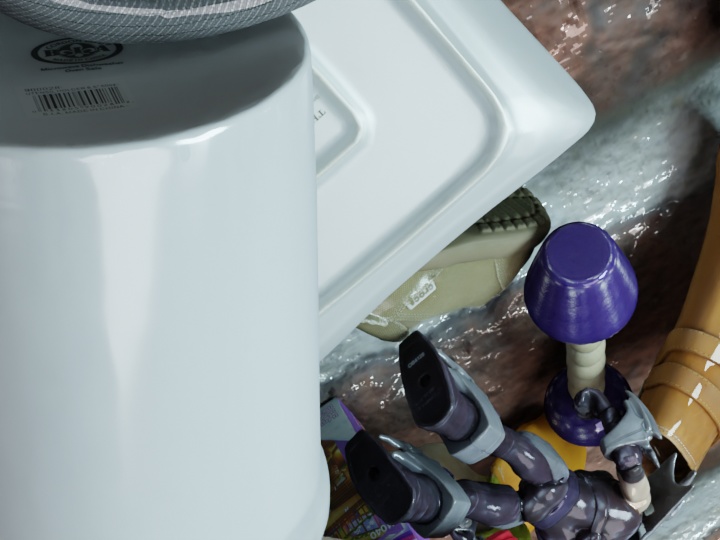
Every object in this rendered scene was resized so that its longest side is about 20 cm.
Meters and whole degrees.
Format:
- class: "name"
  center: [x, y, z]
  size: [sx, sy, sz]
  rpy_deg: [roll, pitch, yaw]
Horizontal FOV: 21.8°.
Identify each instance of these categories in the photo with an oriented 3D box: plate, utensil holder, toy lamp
- class: "plate"
  center: [-0.033, -0.063, 0.766]
  size: [0.200, 0.032, 0.200]
  rpy_deg: [-40, 112, 9]
- class: "utensil holder"
  center: [-0.096, 0.008, 0.680]
  size: [0.170, 0.170, 0.200]
  rpy_deg: [-13, 123, -21]
- class: "toy lamp"
  center: [0.115, 0.035, 0.962]
  size: [0.058, 0.058, 0.200]
  rpy_deg: [-28, 152, -5]

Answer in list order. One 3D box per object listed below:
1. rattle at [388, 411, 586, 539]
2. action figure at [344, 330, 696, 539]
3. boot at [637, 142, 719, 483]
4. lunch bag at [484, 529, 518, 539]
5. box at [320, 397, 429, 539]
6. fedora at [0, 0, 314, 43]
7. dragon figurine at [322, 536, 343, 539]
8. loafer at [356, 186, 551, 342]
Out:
- class: "rattle"
  center: [0.021, 0.157, 1.080]
  size: [0.130, 0.143, 0.200]
  rpy_deg: [36, 127, -14]
- class: "action figure"
  center: [0.084, 0.106, 0.925]
  size: [0.200, 0.069, 0.130]
  rpy_deg: [30, 103, -42]
- class: "boot"
  center: [0.191, 0.022, 0.975]
  size: [0.155, 0.074, 0.200]
  rpy_deg: [-51, 147, -20]
- class: "lunch bag"
  center: [0.021, 0.181, 0.802]
  size: [0.176, 0.082, 0.200]
  rpy_deg: [-41, 167, 14]
- class: "box"
  center: [-0.059, 0.176, 0.968]
  size: [0.200, 0.137, 0.039]
  rpy_deg: [-35, 139, 4]
- class: "fedora"
  center: [-0.077, -0.170, 0.631]
  size: [0.200, 0.090, 0.177]
  rpy_deg: [-15, 110, -15]
- class: "dragon figurine"
  center: [-0.091, 0.160, 0.786]
  size: [0.200, 0.059, 0.099]
  rpy_deg: [-17, 137, -15]
- class: "loafer"
  center: [0.000, 0.000, 0.878]
  size: [0.200, 0.076, 0.067]
  rpy_deg: [-5, 126, -28]
